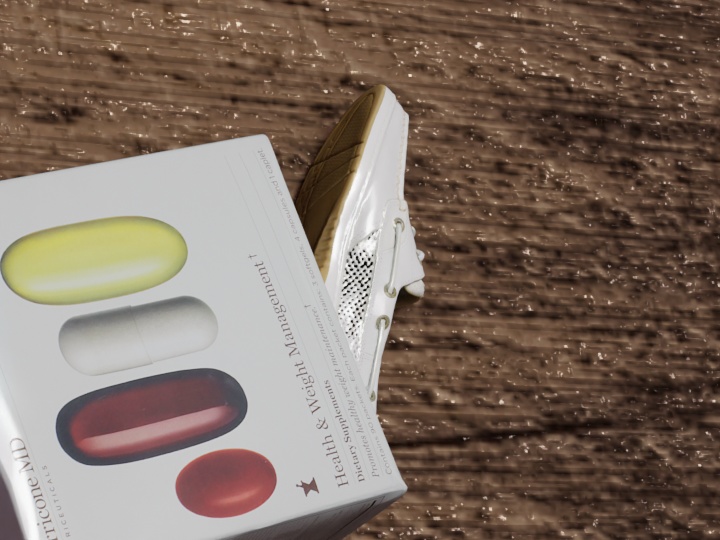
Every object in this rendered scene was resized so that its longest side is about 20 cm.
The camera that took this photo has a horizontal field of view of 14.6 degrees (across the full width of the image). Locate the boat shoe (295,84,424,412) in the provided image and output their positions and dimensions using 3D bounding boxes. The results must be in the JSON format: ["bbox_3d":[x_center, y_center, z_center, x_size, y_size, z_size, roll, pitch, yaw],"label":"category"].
[{"bbox_3d":[0.000,0.000,1.475,0.069,0.071,0.201,24,65,-19],"label":"boat shoe"}]

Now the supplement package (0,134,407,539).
[{"bbox_3d":[-0.122,0.063,1.319,0.199,0.147,0.192,-13,73,-35],"label":"supplement package"}]
